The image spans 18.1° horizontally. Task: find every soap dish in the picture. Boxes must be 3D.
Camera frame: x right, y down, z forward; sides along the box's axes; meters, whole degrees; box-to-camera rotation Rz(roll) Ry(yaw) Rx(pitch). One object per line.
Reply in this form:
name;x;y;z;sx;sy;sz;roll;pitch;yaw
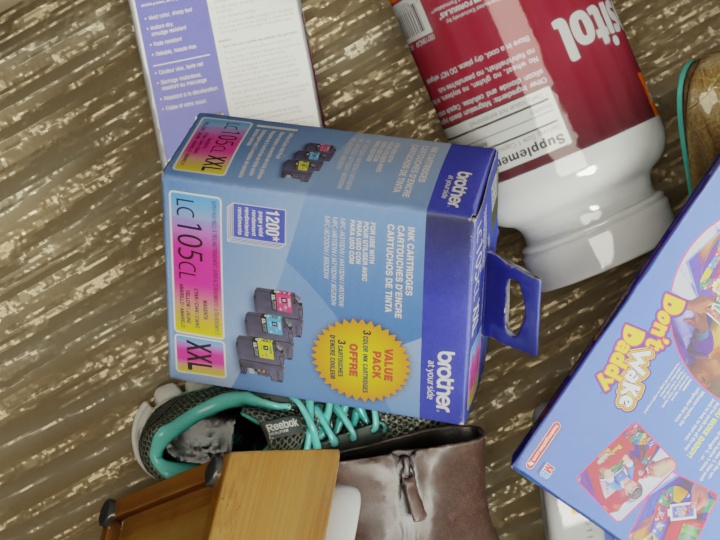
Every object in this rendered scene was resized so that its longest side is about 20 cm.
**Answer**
soap dish;-0.085;0.180;1.190;0.081;0.200;0.158;21;66;-22

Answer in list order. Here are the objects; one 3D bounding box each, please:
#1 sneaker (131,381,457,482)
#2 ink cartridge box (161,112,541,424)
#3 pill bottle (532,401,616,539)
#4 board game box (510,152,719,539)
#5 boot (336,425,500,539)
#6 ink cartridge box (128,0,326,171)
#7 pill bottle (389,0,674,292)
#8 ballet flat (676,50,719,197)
sneaker;-0.033;0.088;1.257;0.199;0.091;0.078;-14;93;3
ink cartridge box;0.000;0.000;1.203;0.198;0.077;0.137;7;125;9
pill bottle;0.198;0.117;1.239;0.198;0.112;0.113;-6;93;3
board game box;0.187;0.054;1.155;0.134;0.045;0.201;35;95;3
boot;-0.013;0.179;1.257;0.199;0.072;0.167;-13;109;-11
ink cartridge box;-0.073;-0.107;1.276;0.094;0.037;0.201;-11;95;4
pill bottle;0.097;-0.097;1.231;0.112;0.113;0.201;-23;93;4
ballet flat;0.211;-0.022;1.220;0.072;0.068;0.201;9;118;25
